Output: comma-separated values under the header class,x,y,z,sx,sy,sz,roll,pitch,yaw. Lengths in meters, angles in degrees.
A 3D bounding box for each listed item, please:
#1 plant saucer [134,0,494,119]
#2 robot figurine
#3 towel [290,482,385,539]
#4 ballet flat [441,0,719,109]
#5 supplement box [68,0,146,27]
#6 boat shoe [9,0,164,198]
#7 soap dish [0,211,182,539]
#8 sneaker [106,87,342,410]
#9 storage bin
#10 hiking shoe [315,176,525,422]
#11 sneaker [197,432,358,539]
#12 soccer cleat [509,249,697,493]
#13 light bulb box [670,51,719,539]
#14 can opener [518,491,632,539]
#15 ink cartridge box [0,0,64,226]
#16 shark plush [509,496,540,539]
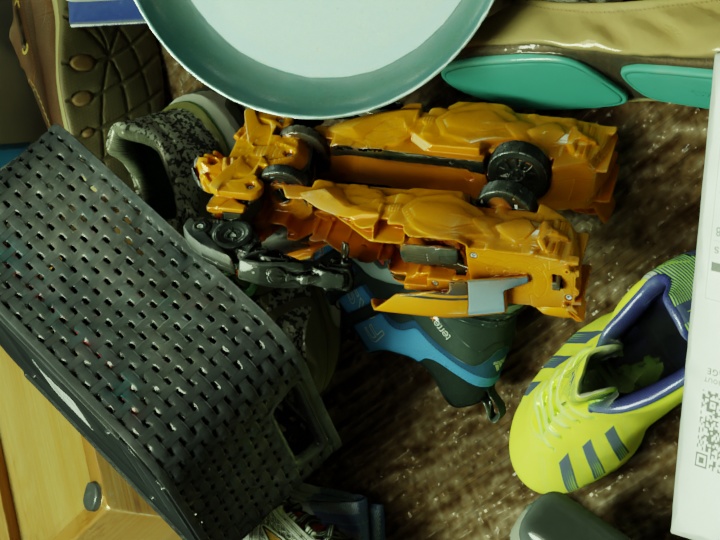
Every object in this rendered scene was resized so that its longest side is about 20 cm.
class,x,y,z,sx,sy,sz,roll,pitch,yaw
plant saucer,-0.020,-0.172,0.945,0.199,0.027,0.202,3,99,19
robot figurine,0.016,-0.031,0.963,0.198,0.145,0.058,6,135,17
towel,-0.061,0.188,1.174,0.199,0.024,0.148,4,100,43
ballet flat,0.124,-0.107,0.938,0.199,0.069,0.063,8,74,40
supplement box,-0.086,-0.232,1.076,0.109,0.108,0.202,4,98,43
boat shoe,-0.167,-0.134,1.200,0.067,0.072,0.202,-27,72,48
soap dish,-0.161,0.088,1.187,0.157,0.081,0.201,-42,55,44
sneaker,-0.084,-0.007,1.121,0.077,0.088,0.201,-44,67,38
storage bin,-0.116,0.038,1.038,0.200,0.094,0.135,40,165,28
hiking shoe,0.000,0.000,1.053,0.200,0.074,0.087,33,123,40
sneaker,-0.026,0.157,1.084,0.082,0.078,0.201,-34,75,19
soccer cleat,0.113,0.050,0.936,0.065,0.083,0.200,61,142,14
light bulb box,0.239,0.022,0.791,0.197,0.124,0.202,15,108,41
can opener,0.165,0.157,0.930,0.199,0.053,0.067,28,77,27
ink cartridge box,-0.280,-0.074,1.259,0.200,0.147,0.145,-45,66,37
shark plush,0.133,0.193,0.963,0.083,0.091,0.200,-52,49,-1
